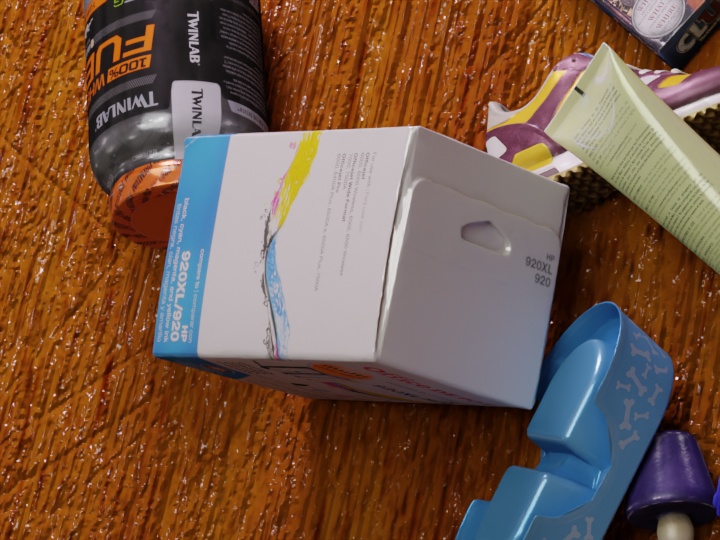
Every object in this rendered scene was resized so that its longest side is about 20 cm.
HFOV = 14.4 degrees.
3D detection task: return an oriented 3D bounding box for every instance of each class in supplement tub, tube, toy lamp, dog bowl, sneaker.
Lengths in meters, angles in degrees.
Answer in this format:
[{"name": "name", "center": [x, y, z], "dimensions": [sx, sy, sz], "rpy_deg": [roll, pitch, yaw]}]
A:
[{"name": "supplement tub", "center": [-0.124, -0.123, 1.913], "dimensions": [0.122, 0.123, 0.200], "rpy_deg": [-18, 60, 23]}, {"name": "tube", "center": [0.200, -0.046, 1.687], "dimensions": [0.200, 0.052, 0.058], "rpy_deg": [42, 88, 13]}, {"name": "toy lamp", "center": [0.183, 0.190, 1.632], "dimensions": [0.058, 0.058, 0.200], "rpy_deg": [-14, 61, 25]}, {"name": "dog bowl", "center": [0.121, 0.117, 1.678], "dimensions": [0.200, 0.050, 0.111], "rpy_deg": [-63, 15, -7]}, {"name": "sneaker", "center": [0.166, -0.106, 1.764], "dimensions": [0.200, 0.075, 0.090], "rpy_deg": [-22, 65, 20]}]

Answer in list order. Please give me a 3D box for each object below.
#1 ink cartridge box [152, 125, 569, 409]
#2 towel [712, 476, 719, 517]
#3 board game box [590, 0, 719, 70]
[{"name": "ink cartridge box", "center": [0.000, 0.000, 1.734], "dimensions": [0.200, 0.147, 0.145], "rpy_deg": [0, 77, 45]}, {"name": "towel", "center": [0.261, 0.065, 1.581], "dimensions": [0.148, 0.049, 0.200], "rpy_deg": [22, 106, 57]}, {"name": "board game box", "center": [0.221, -0.241, 1.818], "dimensions": [0.200, 0.035, 0.135], "rpy_deg": [-48, 53, 3]}]
